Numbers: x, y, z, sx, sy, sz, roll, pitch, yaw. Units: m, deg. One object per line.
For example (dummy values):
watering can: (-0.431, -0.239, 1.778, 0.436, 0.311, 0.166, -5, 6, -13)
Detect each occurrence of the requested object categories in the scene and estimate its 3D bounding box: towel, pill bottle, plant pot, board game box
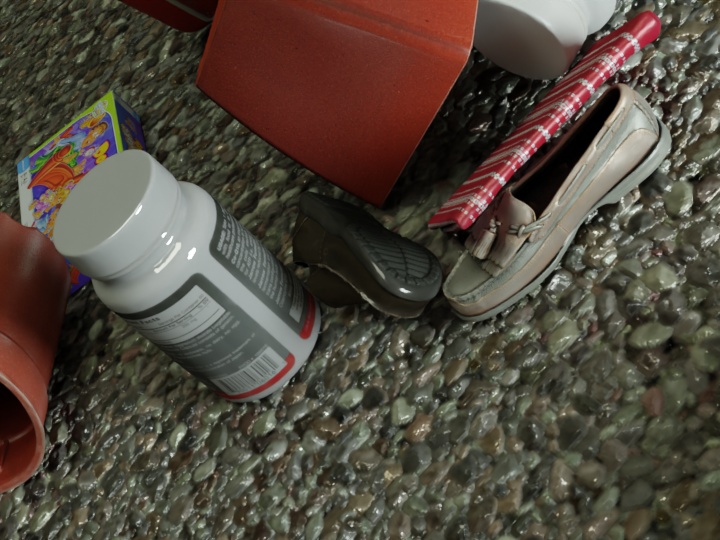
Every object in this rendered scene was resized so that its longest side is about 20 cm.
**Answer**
towel: (0.130, -0.101, 0.972, 0.200, 0.022, 0.145, -47, 3, -3)
pill bottle: (-0.130, 0.005, 1.026, 0.114, 0.200, 0.114, -24, 43, 24)
plant pot: (-0.021, -0.204, 1.066, 0.200, 0.176, 0.200, 123, 161, -52)
board game box: (-0.275, -0.077, 1.352, 0.134, 0.045, 0.200, -36, 39, 12)
plant pot: (-0.351, 0.062, 1.197, 0.200, 0.201, 0.195, -23, 35, 26)
pill bottle: (0.165, -0.257, 1.065, 0.113, 0.113, 0.200, 11, 64, 46)

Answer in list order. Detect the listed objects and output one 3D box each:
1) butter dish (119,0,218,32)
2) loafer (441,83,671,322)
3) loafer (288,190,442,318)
butter dish: (-0.163, -0.357, 1.355, 0.200, 0.199, 0.148, -31, 74, 17)
loafer: (0.127, -0.051, 0.955, 0.200, 0.063, 0.072, -43, 38, 3)
loafer: (0.000, 0.000, 1.028, 0.071, 0.073, 0.200, -70, 24, 12)
